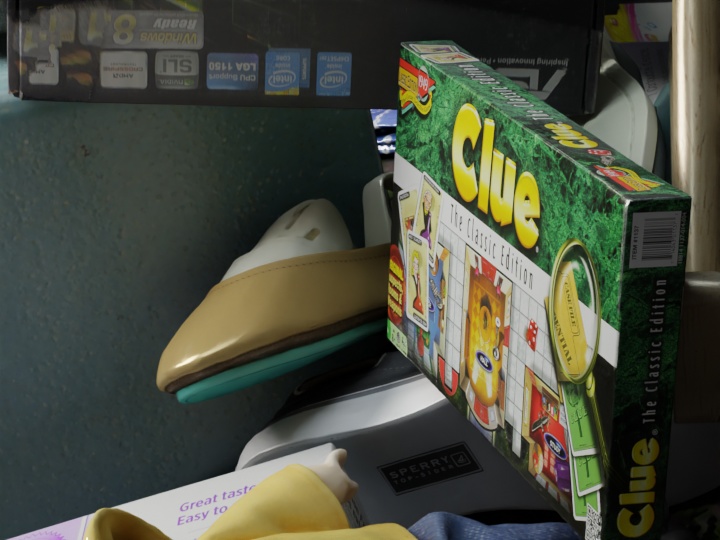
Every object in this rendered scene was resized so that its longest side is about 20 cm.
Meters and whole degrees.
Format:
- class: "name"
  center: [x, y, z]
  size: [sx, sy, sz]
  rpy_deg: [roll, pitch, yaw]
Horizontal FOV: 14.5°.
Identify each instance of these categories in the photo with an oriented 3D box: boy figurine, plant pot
- class: "boy figurine"
  center: [-0.002, 0.094, 0.821]
  size: [0.200, 0.064, 0.124]
  rpy_deg: [1, 35, -24]
- class: "plant pot"
  center: [-0.092, -0.026, 1.085]
  size: [0.200, 0.196, 0.196]
  rpy_deg: [-15, 27, -6]

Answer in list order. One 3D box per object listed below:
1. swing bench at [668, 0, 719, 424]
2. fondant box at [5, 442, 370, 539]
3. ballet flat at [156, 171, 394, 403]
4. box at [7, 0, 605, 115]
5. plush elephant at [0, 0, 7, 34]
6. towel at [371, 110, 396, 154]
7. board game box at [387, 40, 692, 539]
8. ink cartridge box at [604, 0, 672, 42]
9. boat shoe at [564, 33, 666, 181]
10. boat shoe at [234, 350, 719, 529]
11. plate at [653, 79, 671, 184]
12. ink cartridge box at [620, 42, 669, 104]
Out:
- class: "swing bench"
  center: [0.193, -0.034, 0.858]
  size: [0.199, 0.130, 0.200]
  rpy_deg: [0, 56, 6]
- class: "fondant box"
  center: [-0.070, 0.149, 0.885]
  size: [0.144, 0.058, 0.200]
  rpy_deg: [-17, 27, 12]
- class: "ballet flat"
  center: [0.000, 0.000, 1.012]
  size: [0.200, 0.063, 0.069]
  rpy_deg: [-12, -10, -42]
- class: "box"
  center: [-0.017, -0.135, 0.930]
  size: [0.200, 0.161, 0.049]
  rpy_deg: [2, 25, -3]
- class: "plush elephant"
  center: [-0.135, -0.195, 1.051]
  size: [0.165, 0.155, 0.200]
  rpy_deg: [-18, 30, -33]
- class: "towel"
  center: [0.014, -0.097, 1.291]
  size: [0.200, 0.024, 0.145]
  rpy_deg: [-4, 32, 33]
- class: "board game box"
  center: [0.048, 0.002, 0.852]
  size: [0.023, 0.105, 0.200]
  rpy_deg: [0, 16, -17]
- class: "ink cartridge box"
  center: [0.139, -0.162, 1.096]
  size: [0.200, 0.083, 0.146]
  rpy_deg: [4, 44, 51]
- class: "boat shoe"
  center: [0.084, -0.028, 0.979]
  size: [0.073, 0.062, 0.200]
  rpy_deg: [-36, 21, 15]
- class: "boat shoe"
  center: [0.051, 0.047, 0.968]
  size: [0.200, 0.070, 0.066]
  rpy_deg: [-18, 28, 28]
- class: "plate"
  center: [0.190, -0.084, 1.030]
  size: [0.200, 0.026, 0.200]
  rpy_deg: [-22, 26, 11]
- class: "ink cartridge box"
  center: [0.192, -0.068, 1.074]
  size: [0.200, 0.043, 0.198]
  rpy_deg: [-20, 27, 11]
